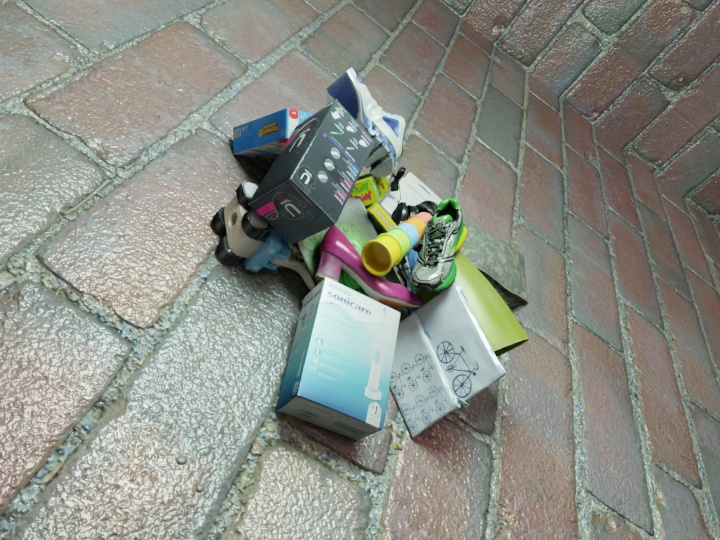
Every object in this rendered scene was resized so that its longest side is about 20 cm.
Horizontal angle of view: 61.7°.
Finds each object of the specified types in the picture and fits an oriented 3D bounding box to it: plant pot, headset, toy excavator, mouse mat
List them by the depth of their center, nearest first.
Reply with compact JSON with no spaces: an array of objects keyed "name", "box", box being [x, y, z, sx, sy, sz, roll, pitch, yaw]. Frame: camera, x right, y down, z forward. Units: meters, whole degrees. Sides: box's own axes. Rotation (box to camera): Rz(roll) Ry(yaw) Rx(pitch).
[{"name":"toy excavator","box":[-0.139,-0.035,1.041,0.198,0.100,0.196,18,43,-41]},{"name":"mouse mat","box":[-0.022,-0.020,1.051,0.160,0.008,0.202,-24,87,-31]},{"name":"plant pot","box":[0.178,0.072,1.099,0.185,0.187,0.202,-7,67,-45]},{"name":"headset","box":[0.116,-0.118,1.232,0.122,0.095,0.201,-7,49,-34]}]

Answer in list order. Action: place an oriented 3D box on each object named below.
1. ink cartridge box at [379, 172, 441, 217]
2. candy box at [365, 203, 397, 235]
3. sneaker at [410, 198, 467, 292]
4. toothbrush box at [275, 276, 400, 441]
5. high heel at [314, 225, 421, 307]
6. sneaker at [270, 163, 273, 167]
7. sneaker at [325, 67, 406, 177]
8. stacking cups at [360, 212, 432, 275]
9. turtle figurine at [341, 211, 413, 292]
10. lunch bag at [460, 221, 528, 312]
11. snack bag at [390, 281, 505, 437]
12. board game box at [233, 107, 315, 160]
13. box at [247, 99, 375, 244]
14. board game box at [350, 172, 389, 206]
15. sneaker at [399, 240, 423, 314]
[{"name":"ink cartridge box","box":[0.104,-0.132,1.366,0.117,0.067,0.200,41,38,-1]},{"name":"candy box","box":[0.038,-0.088,1.189,0.103,0.026,0.200,50,-3,-13]},{"name":"sneaker","box":[0.129,-0.044,1.034,0.077,0.086,0.202,2,47,22]},{"name":"toothbrush box","box":[-0.030,0.135,0.927,0.145,0.085,0.202,25,55,-20]},{"name":"high heel","box":[0.022,-0.003,1.028,0.197,0.067,0.097,19,77,-8]},{"name":"sneaker","box":[-0.154,-0.165,1.177,0.116,0.076,0.199,45,26,14]},{"name":"sneaker","box":[0.021,-0.282,1.142,0.201,0.080,0.115,60,38,-11]},{"name":"stacking cups","box":[0.074,-0.050,1.045,0.061,0.061,0.199,47,35,8]},{"name":"turtle figurine","box":[0.000,0.000,1.117,0.149,0.100,0.201,-42,98,-23]},{"name":"lunch bag","box":[0.266,-0.003,1.340,0.199,0.118,0.165,34,38,-18]},{"name":"snack bag","box":[0.125,0.146,1.004,0.021,0.199,0.190,23,36,-52]},{"name":"board game box","box":[-0.120,-0.257,1.191,0.194,0.199,0.057,1,89,-40]},{"name":"box","box":[-0.077,-0.162,0.990,0.106,0.121,0.202,42,50,-25]},{"name":"board game box","box":[-0.005,-0.158,1.210,0.200,0.100,0.048,-59,131,-73]},{"name":"sneaker","box":[0.137,0.025,1.217,0.078,0.089,0.202,9,53,-35]}]
